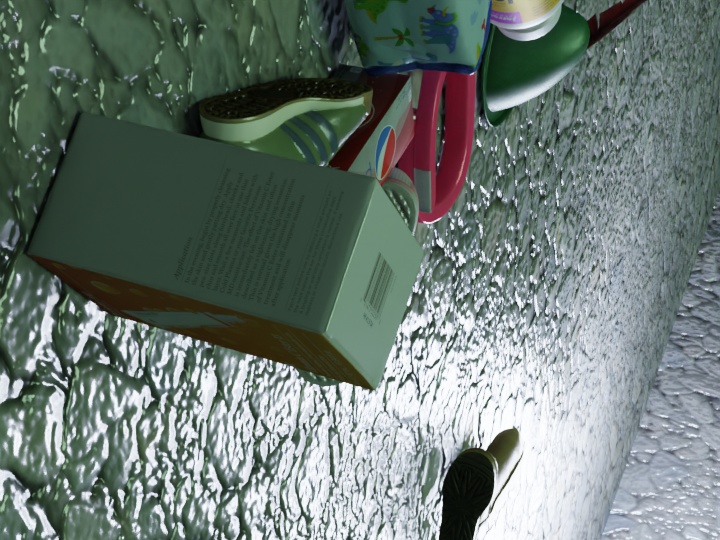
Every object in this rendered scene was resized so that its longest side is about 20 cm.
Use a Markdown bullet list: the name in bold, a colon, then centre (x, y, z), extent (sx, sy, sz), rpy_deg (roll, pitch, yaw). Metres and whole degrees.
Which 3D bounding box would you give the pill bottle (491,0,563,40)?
- **pill bottle**: centre (0.150, -0.307, 1.477), extent (0.200, 0.103, 0.105), rpy_deg (53, 53, -64)

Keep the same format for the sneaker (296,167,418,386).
- **sneaker**: centre (0.000, 0.000, 1.319), extent (0.105, 0.075, 0.202), rpy_deg (-85, -164, -70)

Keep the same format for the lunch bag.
- **lunch bag**: centre (0.053, -0.286, 1.223), extent (0.171, 0.126, 0.201), rpy_deg (73, 23, -51)

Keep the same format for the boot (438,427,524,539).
- **boot**: centre (0.166, 0.261, 1.964), extent (0.200, 0.066, 0.176), rpy_deg (-44, 155, -55)

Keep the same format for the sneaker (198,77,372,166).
- **sneaker**: centre (-0.059, -0.089, 1.119), extent (0.200, 0.067, 0.091), rpy_deg (-24, 125, -58)

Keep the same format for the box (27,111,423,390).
- **box**: centre (-0.079, -0.011, 0.917), extent (0.124, 0.198, 0.098), rpy_deg (50, 57, -65)

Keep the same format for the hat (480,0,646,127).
- **hat**: centre (0.244, -0.243, 1.665), extent (0.165, 0.174, 0.202), rpy_deg (-16, 119, -67)

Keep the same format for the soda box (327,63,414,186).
- **soda box**: centre (-0.023, -0.082, 1.210), extent (0.064, 0.069, 0.201), rpy_deg (84, 28, -43)

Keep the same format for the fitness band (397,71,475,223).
- **fitness band**: centre (0.078, -0.140, 1.499), extent (0.144, 0.037, 0.202), rpy_deg (-57, 153, -49)
